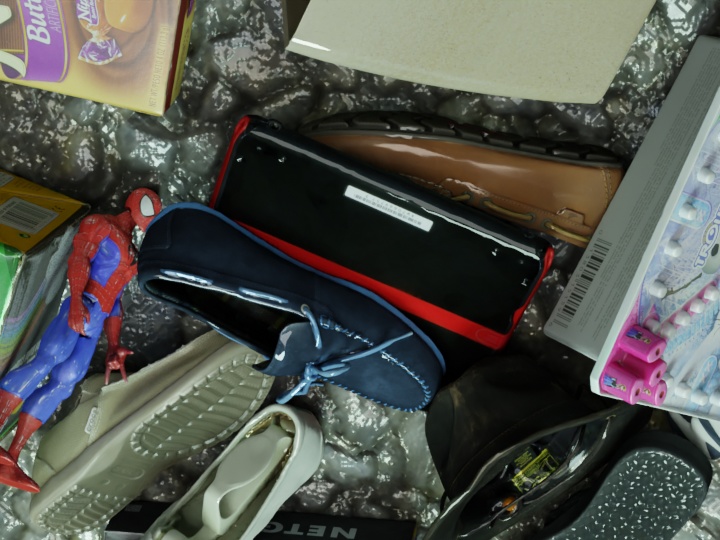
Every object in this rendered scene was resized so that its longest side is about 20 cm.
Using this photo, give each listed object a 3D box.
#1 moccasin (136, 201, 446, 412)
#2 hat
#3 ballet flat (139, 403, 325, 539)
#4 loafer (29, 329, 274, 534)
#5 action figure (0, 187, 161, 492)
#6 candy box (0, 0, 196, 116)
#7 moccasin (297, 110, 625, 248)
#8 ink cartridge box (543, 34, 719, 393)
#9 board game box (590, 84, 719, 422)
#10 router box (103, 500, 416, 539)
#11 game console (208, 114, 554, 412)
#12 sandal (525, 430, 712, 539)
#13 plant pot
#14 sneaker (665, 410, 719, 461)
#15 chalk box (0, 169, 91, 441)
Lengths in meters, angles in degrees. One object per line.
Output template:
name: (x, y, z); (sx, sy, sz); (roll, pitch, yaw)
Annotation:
moccasin: (-0.047, 0.038, 1.404); (0.200, 0.068, 0.081); (26, 137, -5)
hat: (0.088, 0.096, 1.413); (0.200, 0.201, 0.081); (-39, 73, 18)
ballet flat: (-0.097, 0.159, 1.461); (0.069, 0.069, 0.200); (41, 76, -7)
loafer: (-0.139, 0.088, 1.478); (0.200, 0.068, 0.076); (-36, 146, 20)
action figure: (-0.170, 0.036, 1.434); (0.052, 0.200, 0.065); (10, 155, 28)
candy box: (-0.199, -0.173, 1.412); (0.199, 0.056, 0.117); (13, 111, 5)
moccasin: (0.056, -0.050, 1.415); (0.201, 0.074, 0.078); (10, 102, -6)
ink cartridge box: (0.195, -0.029, 1.315); (0.043, 0.174, 0.200); (28, 91, -22)
board game box: (0.217, -0.012, 1.221); (0.026, 0.200, 0.200); (29, 99, 37)
router box: (-0.065, 0.237, 1.537); (0.199, 0.052, 0.158); (4, 109, 6)
game console: (0.000, 0.000, 1.419); (0.200, 0.031, 0.177); (23, 136, -1)
sandal: (0.155, 0.161, 1.469); (0.075, 0.048, 0.200); (35, 132, -7)
plant pot: (0.077, -0.201, 1.300); (0.177, 0.200, 0.200); (24, 111, -12)
sneaker: (0.228, 0.053, 1.363); (0.079, 0.199, 0.130); (-33, 110, -12)
chalk box: (-0.266, 0.040, 1.454); (0.124, 0.124, 0.200); (22, 110, 6)
